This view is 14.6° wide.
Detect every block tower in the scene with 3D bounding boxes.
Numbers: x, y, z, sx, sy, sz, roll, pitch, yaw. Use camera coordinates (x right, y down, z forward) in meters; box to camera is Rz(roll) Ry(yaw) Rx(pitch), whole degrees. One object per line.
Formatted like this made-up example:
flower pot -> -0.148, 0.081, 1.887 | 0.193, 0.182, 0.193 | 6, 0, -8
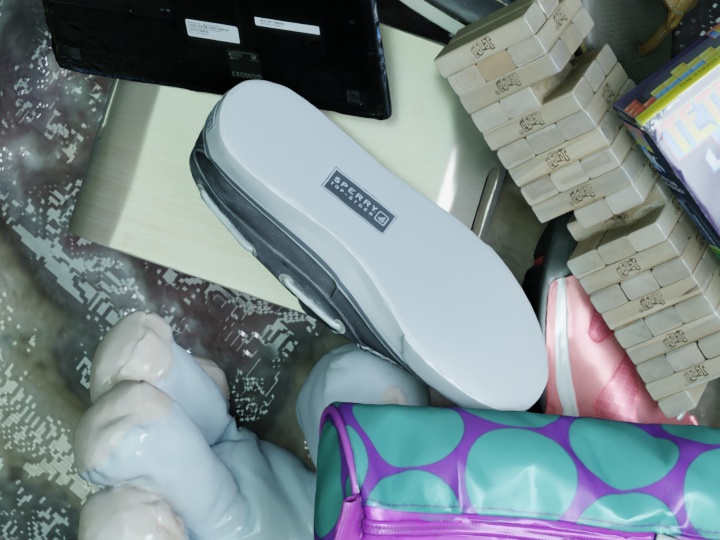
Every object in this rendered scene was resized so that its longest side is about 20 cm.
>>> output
block tower -> 0.116, -0.034, 1.281 | 0.058, 0.054, 0.201 | -23, 107, 34

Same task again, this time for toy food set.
toy food set -> -0.030, -0.057, 1.366 | 0.199, 0.060, 0.144 | 18, 92, 3

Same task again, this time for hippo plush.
hippo plush -> -0.038, 0.112, 1.317 | 0.160, 0.159, 0.202 | -7, 91, 11

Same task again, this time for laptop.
laptop -> -0.061, -0.188, 1.291 | 0.176, 0.104, 0.201 | 10, 134, 22

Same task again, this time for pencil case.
pencil case -> 0.078, 0.105, 1.249 | 0.198, 0.092, 0.086 | 4, 106, -12

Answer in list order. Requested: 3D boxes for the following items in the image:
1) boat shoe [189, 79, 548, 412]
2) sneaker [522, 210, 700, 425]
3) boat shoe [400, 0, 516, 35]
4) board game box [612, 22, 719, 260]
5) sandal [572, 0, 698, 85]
boat shoe -> 0.000, 0.000, 1.303 | 0.200, 0.068, 0.072 | 41, 55, 0
sneaker -> 0.124, 0.069, 1.341 | 0.086, 0.074, 0.202 | -6, 95, -4
boat shoe -> 0.033, -0.158, 1.336 | 0.199, 0.073, 0.063 | 33, 101, 12
board game box -> 0.239, -0.065, 1.250 | 0.200, 0.057, 0.166 | -36, 105, 1
sandal -> 0.143, -0.163, 1.310 | 0.054, 0.081, 0.201 | 11, 87, 40
